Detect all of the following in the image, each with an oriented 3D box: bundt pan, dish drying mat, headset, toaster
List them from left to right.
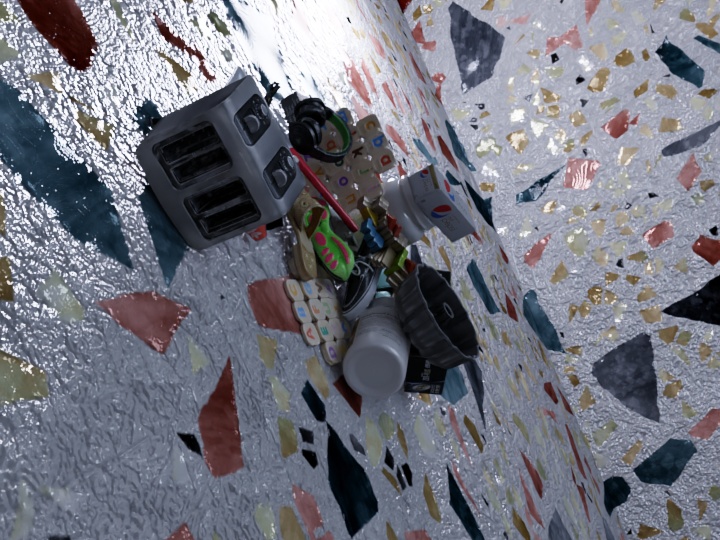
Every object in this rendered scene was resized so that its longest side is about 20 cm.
[{"bbox_3d":[-0.202,-0.149,1.068,0.184,0.196,0.119,63,21,-23],"label":"toaster"},{"bbox_3d":[-0.099,-0.294,1.478,0.196,0.094,0.126,24,50,-17],"label":"headset"},{"bbox_3d":[-0.073,-0.154,1.459,0.201,0.018,0.077,51,0,-6],"label":"dish drying mat"},{"bbox_3d":[0.134,0.092,1.386,0.202,0.075,0.204,44,24,-26],"label":"bundt pan"}]

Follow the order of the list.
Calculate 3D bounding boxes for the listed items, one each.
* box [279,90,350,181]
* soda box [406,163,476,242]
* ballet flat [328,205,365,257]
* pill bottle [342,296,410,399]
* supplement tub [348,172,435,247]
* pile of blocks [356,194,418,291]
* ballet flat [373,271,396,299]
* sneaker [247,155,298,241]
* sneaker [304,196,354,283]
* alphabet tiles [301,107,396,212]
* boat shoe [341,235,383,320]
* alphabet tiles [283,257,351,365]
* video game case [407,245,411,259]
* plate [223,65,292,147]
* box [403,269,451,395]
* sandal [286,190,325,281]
[{"bbox_3d":[-0.092,-0.285,1.686,0.204,0.049,0.157,67,20,9],"label":"box"},{"bbox_3d":[0.171,-0.137,1.566,0.199,0.063,0.069,37,33,-52],"label":"soda box"},{"bbox_3d":[-0.027,-0.052,1.525,0.203,0.068,0.070,61,20,-13],"label":"ballet flat"},{"bbox_3d":[0.036,0.133,1.382,0.116,0.113,0.201,57,21,-17],"label":"pill bottle"},{"bbox_3d":[0.050,-0.105,1.608,0.146,0.197,0.147,50,23,-32],"label":"supplement tub"},{"bbox_3d":[0.054,-0.056,1.440,0.081,0.062,0.203,-29,89,-46],"label":"pile of blocks"},{"bbox_3d":[0.051,0.062,1.639,0.202,0.065,0.064,-80,167,-53],"label":"ballet flat"},{"bbox_3d":[-0.151,-0.122,1.290,0.086,0.074,0.201,58,39,-20],"label":"sneaker"},{"bbox_3d":[-0.074,-0.057,1.439,0.085,0.075,0.203,91,-23,-56],"label":"sneaker"},{"bbox_3d":[-0.032,-0.228,1.556,0.204,0.192,0.015,67,10,11],"label":"alphabet tiles"},{"bbox_3d":[0.002,-0.001,1.457,0.068,0.073,0.202,41,62,-25],"label":"boat shoe"},{"bbox_3d":[-0.071,0.071,1.363,0.195,0.014,0.204,3,64,-68],"label":"alphabet tiles"},{"bbox_3d":[0.093,0.052,1.653,0.202,0.022,0.186,-81,174,-58],"label":"video game case"},{"bbox_3d":[-0.200,-0.261,1.410,0.202,0.032,0.201,55,23,-25],"label":"plate"},{"bbox_3d":[0.137,0.126,1.558,0.165,0.084,0.204,90,5,-57],"label":"box"},{"bbox_3d":[-0.091,-0.090,1.359,0.077,0.068,0.217,34,40,-60],"label":"sandal"}]
